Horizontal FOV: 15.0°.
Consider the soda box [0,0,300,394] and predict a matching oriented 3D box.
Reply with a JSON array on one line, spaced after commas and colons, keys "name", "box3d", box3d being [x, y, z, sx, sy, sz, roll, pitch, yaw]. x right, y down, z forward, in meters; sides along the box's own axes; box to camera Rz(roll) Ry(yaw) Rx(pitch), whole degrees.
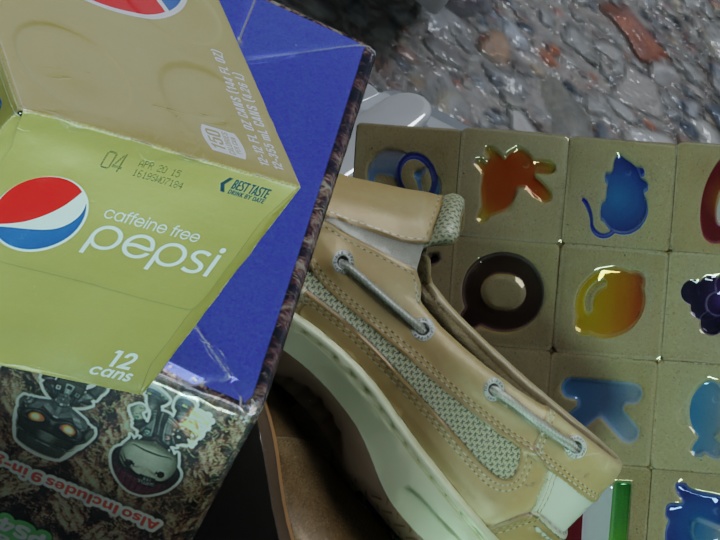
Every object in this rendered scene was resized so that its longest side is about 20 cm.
[{"name": "soda box", "box3d": [-0.084, -0.071, 0.590, 0.068, 0.064, 0.200, 15, 37, -36]}]

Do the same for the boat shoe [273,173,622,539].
[{"name": "boat shoe", "box3d": [0.000, 0.000, 0.816, 0.200, 0.076, 0.072, 49, 11, -8]}]

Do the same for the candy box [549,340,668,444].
[{"name": "candy box", "box3d": [0.137, 0.068, 0.951, 0.200, 0.072, 0.168, 28, 19, -10]}]

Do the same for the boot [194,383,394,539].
[{"name": "boot", "box3d": [-0.023, 0.085, 0.832, 0.075, 0.074, 0.201, -7, 66, -50]}]

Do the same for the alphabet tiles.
[{"name": "alphabet tiles", "box3d": [0.059, 0.041, 0.846, 0.199, 0.167, 0.006, 4, 3, 9]}]

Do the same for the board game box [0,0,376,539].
[{"name": "board game box", "box3d": [-0.089, 0.038, 0.687, 0.097, 0.200, 0.160, 24, 36, -6]}]

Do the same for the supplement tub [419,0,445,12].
[{"name": "supplement tub", "box3d": [-0.008, -0.214, 1.097, 0.200, 0.145, 0.145, 39, 34, -3]}]

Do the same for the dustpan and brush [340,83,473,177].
[{"name": "dustpan and brush", "box3d": [-0.029, -0.016, 0.930, 0.200, 0.057, 0.139, -34, 39, -24]}]
